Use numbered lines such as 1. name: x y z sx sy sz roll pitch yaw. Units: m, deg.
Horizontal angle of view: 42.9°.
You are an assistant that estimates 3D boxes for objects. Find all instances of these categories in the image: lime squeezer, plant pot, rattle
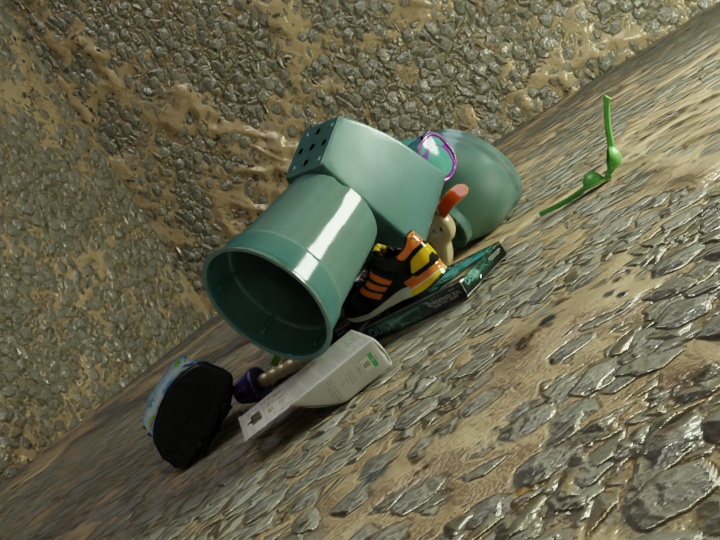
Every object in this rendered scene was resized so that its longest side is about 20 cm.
1. lime squeezer: 0.345 -0.153 1.366 0.201 0.070 0.038 -63 15 17
2. plant pot: -0.083 -0.017 1.262 0.200 0.200 0.197 -26 24 50
3. plant pot: 0.161 -0.124 1.581 0.135 0.200 0.200 -57 15 -23
4. plant pot: -0.001 -0.128 1.366 0.141 0.199 0.142 -11 52 48
5. rattle: 0.082 -0.042 1.434 0.142 0.131 0.200 -25 -17 -37

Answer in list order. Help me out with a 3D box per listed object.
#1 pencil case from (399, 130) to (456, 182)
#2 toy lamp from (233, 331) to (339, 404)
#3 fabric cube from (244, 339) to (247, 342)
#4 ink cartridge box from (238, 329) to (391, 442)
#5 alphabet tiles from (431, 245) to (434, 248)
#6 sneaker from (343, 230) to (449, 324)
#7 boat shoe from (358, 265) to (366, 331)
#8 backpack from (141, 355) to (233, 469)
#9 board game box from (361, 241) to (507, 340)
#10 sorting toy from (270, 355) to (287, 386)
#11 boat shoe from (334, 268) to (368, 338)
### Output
1. pencil case: 0.061 -0.171 1.517 0.092 0.086 0.199 -34 16 -38
2. toy lamp: -0.117 0.155 1.417 0.199 0.059 0.058 -28 8 28
3. fabric cube: -0.244 0.033 2.380 0.199 0.197 0.200 -33 7 17
4. ink cartridge box: -0.062 0.157 1.176 0.200 0.050 0.161 -40 7 -8
5. alphabet tiles: 0.057 -0.043 1.687 0.194 0.015 0.200 17 38 31
6. sneaker: 0.035 0.006 1.325 0.199 0.090 0.070 -28 9 44
7. boat shoe: -0.002 0.001 1.510 0.074 0.204 0.065 12 -7 -25
8. backpack: -0.267 0.208 1.436 0.164 0.153 0.200 -63 -6 -3
9. board game box: 0.105 0.032 1.322 0.199 0.028 0.135 -29 7 41
10. sorting toy: -0.105 0.096 1.580 0.201 0.036 0.185 -58 0 14
11. boat shoe: -0.008 0.053 1.433 0.200 0.067 0.057 -48 -26 22
